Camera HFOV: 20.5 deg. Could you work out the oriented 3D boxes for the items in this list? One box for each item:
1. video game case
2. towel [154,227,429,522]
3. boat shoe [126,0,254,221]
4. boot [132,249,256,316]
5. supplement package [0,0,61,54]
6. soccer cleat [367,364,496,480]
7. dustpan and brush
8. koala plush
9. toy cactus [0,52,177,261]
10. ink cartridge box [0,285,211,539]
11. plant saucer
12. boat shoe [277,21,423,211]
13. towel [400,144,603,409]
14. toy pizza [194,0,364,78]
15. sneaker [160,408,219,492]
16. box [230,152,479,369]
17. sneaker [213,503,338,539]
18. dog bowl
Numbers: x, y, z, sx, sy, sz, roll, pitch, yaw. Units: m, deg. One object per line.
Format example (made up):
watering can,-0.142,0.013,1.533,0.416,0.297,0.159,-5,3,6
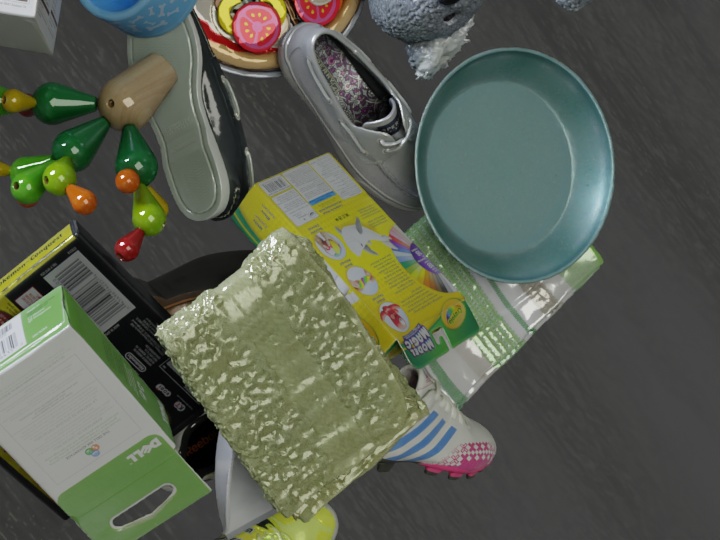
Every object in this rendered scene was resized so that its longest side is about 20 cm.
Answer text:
video game case,-0.228,0.082,1.553,0.180,0.026,0.200,-38,123,7
towel,-0.053,0.083,1.532,0.148,0.036,0.200,-39,108,-9
boat shoe,-0.139,-0.139,1.642,0.060,0.075,0.202,-9,87,-58
boot,-0.130,0.035,1.643,0.199,0.074,0.076,-15,112,-14
supplement package,-0.329,-0.247,1.513,0.198,0.156,0.112,10,86,-3
soccer cleat,0.056,0.123,1.646,0.199,0.070,0.087,8,107,-50
dustpan and brush,-0.066,0.100,1.580,0.139,0.057,0.201,-24,107,-40
koala plush,0.085,-0.268,1.683,0.200,0.184,0.177,-43,116,5
toy cactus,-0.208,-0.102,1.580,0.199,0.103,0.165,33,67,30
ink cartridge box,-0.212,0.118,1.528,0.104,0.059,0.200,-33,124,5
plant saucer,0.126,-0.089,1.697,0.199,0.036,0.202,1,88,-27
boat shoe,0.012,-0.129,1.676,0.072,0.068,0.201,-40,110,-16
towel,0.106,0.005,1.722,0.200,0.031,0.149,-42,108,-15
toy pizza,-0.084,-0.264,1.677,0.199,0.032,0.202,1,88,-18
sneaker,-0.087,0.111,1.640,0.200,0.080,0.074,-44,99,-16
box,0.000,0.000,1.625,0.200,0.048,0.117,46,35,13
sneaker,-0.101,0.251,1.631,0.199,0.076,0.076,-28,95,-18
dog bowl,-0.188,-0.290,1.601,0.049,0.111,0.202,-2,88,-60
